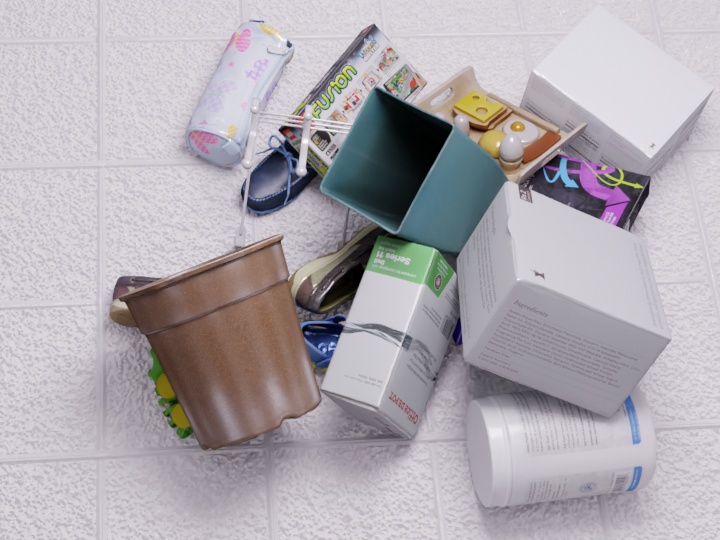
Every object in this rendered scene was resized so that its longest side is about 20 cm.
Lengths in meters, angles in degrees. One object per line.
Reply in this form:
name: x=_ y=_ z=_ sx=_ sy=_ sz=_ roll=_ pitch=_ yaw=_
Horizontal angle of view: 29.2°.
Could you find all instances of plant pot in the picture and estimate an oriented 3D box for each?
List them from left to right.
plant pot: x=-0.148 y=0.086 z=1.568 sx=0.199 sy=0.200 sz=0.199 roll=-21 pitch=93 yaw=-16
plant pot: x=0.085 y=-0.102 z=1.669 sx=0.141 sy=0.200 sz=0.142 roll=32 pitch=94 yaw=40

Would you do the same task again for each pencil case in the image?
pencil case: x=-0.158 y=-0.235 z=1.834 sx=0.090 sy=0.083 sz=0.201 roll=11 pitch=61 yaw=25

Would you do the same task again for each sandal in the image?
sandal: x=-0.074 y=0.085 z=1.679 sx=0.199 sy=0.087 sz=0.080 roll=-1 pitch=65 yaw=-4

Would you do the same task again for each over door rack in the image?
over door rack: x=-0.075 y=-0.105 z=1.718 sx=0.147 sy=0.201 sz=0.067 roll=8 pitch=21 yaw=-2

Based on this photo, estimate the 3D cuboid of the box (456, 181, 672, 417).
box: x=0.227 y=0.031 z=1.583 sx=0.199 sy=0.131 sz=0.199 roll=22 pitch=34 yaw=-14

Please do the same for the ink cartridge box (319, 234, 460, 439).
ink cartridge box: x=0.042 y=0.081 z=1.629 sx=0.083 sy=0.147 sz=0.201 roll=15 pitch=75 yaw=24

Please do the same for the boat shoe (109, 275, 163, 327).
boat shoe: x=-0.209 y=0.031 z=1.702 sx=0.199 sy=0.072 sz=0.065 roll=-3 pitch=68 yaw=0

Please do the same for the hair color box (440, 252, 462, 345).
hair color box: x=0.197 y=0.011 z=1.757 sx=0.199 sy=0.065 sz=0.110 roll=-16 pitch=64 yaw=-15

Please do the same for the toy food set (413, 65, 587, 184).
toy food set: x=0.176 y=-0.195 z=1.815 sx=0.200 sy=0.061 sz=0.143 roll=33 pitch=54 yaw=29

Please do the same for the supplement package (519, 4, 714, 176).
supplement package: x=0.343 y=-0.229 z=1.867 sx=0.200 sy=0.111 sz=0.156 roll=39 pitch=66 yaw=13

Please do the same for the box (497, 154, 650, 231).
box: x=0.256 y=-0.093 z=1.773 sx=0.199 sy=0.036 sz=0.143 roll=15 pitch=44 yaw=21

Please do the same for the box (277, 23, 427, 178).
box: x=-0.007 y=-0.215 z=1.795 sx=0.110 sy=0.035 sz=0.200 roll=46 pitch=63 yaw=-16

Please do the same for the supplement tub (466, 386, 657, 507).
supplement tub: x=0.235 y=0.203 z=1.623 sx=0.199 sy=0.132 sz=0.133 roll=-4 pitch=63 yaw=-9

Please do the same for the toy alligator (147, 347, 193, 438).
toy alligator: x=-0.227 y=0.131 z=1.648 sx=0.054 sy=0.059 sz=0.201 roll=-33 pitch=81 yaw=25

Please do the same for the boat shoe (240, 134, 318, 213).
boat shoe: x=-0.082 y=-0.158 z=1.811 sx=0.084 sy=0.069 sz=0.200 roll=38 pitch=65 yaw=13

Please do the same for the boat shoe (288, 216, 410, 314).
boat shoe: x=0.000 y=0.000 z=1.724 sx=0.200 sy=0.073 sz=0.065 roll=-33 pitch=52 yaw=-26

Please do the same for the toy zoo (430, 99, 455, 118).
toy zoo: x=0.107 y=-0.126 z=1.841 sx=0.131 sy=0.020 sz=0.201 roll=-20 pitch=67 yaw=-16
